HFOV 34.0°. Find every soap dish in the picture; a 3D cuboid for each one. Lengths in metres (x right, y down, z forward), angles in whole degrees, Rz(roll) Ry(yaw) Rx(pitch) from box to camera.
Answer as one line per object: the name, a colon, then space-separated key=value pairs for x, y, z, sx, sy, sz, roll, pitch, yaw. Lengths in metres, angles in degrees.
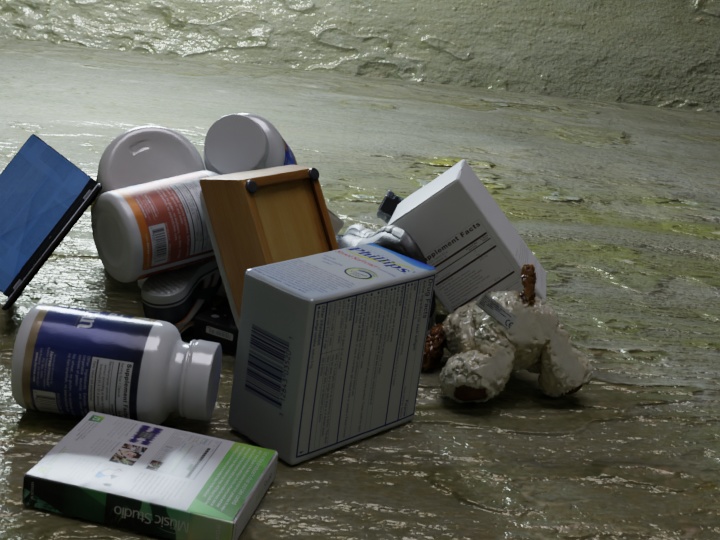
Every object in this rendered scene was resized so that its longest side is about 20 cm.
soap dish: x=-0.098 y=-0.029 z=1.417 sx=0.081 sy=0.201 sz=0.157 roll=-19 pitch=-3 yaw=42

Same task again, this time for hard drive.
hard drive: x=-0.102 y=0.065 z=1.500 sx=0.139 sy=0.038 sz=0.200 roll=15 pitch=21 yaw=22
hard drive: x=0.118 y=-0.051 z=1.744 sx=0.200 sy=0.038 sz=0.140 roll=30 pitch=-1 yaw=-1

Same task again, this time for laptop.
laptop: x=-0.425 y=-0.066 z=1.471 sx=0.116 sy=0.187 sz=0.200 roll=38 pitch=-4 yaw=-13

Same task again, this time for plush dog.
plush dog: x=0.164 y=0.077 z=1.441 sx=0.199 sy=0.161 sz=0.172 roll=-2 pitch=-2 yaw=-25

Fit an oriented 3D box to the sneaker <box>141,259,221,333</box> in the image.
sneaker: x=-0.222 y=0.023 z=1.497 sx=0.078 sy=0.080 sz=0.200 roll=8 pitch=26 yaw=16

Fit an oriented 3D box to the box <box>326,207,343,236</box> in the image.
box: x=-0.089 y=-0.048 z=1.598 sx=0.078 sy=0.095 sz=0.200 roll=38 pitch=-6 yaw=-6

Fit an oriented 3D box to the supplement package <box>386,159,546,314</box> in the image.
supplement package: x=0.144 y=-0.026 z=1.573 sx=0.120 sy=0.200 sz=0.121 roll=-34 pitch=9 yaw=18

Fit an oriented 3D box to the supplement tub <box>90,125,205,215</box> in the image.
supplement tub: x=-0.297 y=-0.100 z=1.626 sx=0.144 sy=0.145 sz=0.200 roll=1 pitch=-17 yaw=-17

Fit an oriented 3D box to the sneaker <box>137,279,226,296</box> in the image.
sneaker: x=-0.204 y=0.001 z=1.592 sx=0.200 sy=0.078 sz=0.099 roll=-12 pitch=32 yaw=-41

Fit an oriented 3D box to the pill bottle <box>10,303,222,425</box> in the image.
pill bottle: x=-0.250 y=0.102 z=1.224 sx=0.199 sy=0.111 sz=0.111 roll=8 pitch=19 yaw=1

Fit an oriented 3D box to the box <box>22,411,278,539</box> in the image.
box: x=-0.192 y=0.193 z=1.100 sx=0.199 sy=0.036 sz=0.144 roll=10 pitch=19 yaw=10

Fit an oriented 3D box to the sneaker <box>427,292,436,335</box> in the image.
sneaker: x=0.029 y=0.060 z=1.485 sx=0.074 sy=0.088 sz=0.200 roll=23 pitch=24 yaw=38

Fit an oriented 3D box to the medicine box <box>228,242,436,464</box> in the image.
medicine box: x=-0.027 y=0.082 z=1.253 sx=0.103 sy=0.183 sz=0.200 roll=23 pitch=24 yaw=38

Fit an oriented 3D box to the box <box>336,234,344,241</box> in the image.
box: x=0.008 y=0.000 z=1.710 sx=0.157 sy=0.051 sz=0.200 roll=3 pitch=19 yaw=-11

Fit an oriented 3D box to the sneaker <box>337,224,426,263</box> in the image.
sneaker: x=0.000 y=0.000 z=1.519 sx=0.115 sy=0.075 sz=0.200 roll=-38 pitch=17 yaw=-17

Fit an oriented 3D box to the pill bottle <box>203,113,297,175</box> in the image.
pill bottle: x=-0.153 y=-0.153 z=1.619 sx=0.112 sy=0.112 sz=0.200 roll=9 pitch=-6 yaw=6

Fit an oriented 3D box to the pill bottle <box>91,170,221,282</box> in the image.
pill bottle: x=-0.220 y=-0.061 z=1.453 sx=0.200 sy=0.113 sz=0.112 roll=-17 pitch=30 yaw=-36
